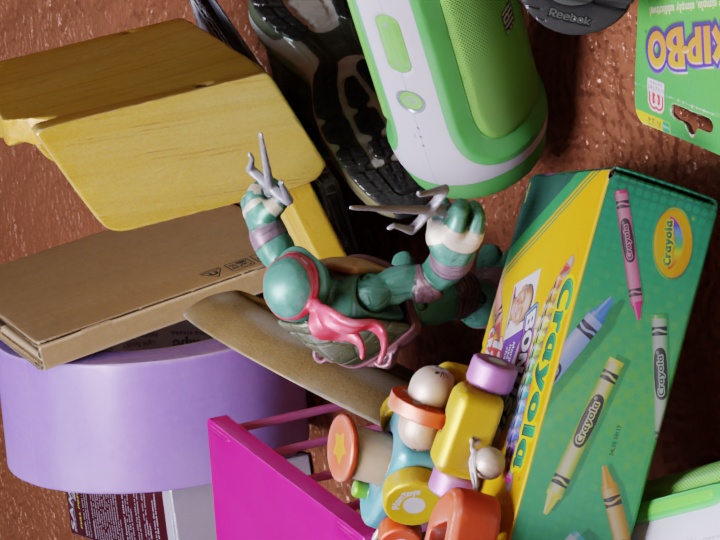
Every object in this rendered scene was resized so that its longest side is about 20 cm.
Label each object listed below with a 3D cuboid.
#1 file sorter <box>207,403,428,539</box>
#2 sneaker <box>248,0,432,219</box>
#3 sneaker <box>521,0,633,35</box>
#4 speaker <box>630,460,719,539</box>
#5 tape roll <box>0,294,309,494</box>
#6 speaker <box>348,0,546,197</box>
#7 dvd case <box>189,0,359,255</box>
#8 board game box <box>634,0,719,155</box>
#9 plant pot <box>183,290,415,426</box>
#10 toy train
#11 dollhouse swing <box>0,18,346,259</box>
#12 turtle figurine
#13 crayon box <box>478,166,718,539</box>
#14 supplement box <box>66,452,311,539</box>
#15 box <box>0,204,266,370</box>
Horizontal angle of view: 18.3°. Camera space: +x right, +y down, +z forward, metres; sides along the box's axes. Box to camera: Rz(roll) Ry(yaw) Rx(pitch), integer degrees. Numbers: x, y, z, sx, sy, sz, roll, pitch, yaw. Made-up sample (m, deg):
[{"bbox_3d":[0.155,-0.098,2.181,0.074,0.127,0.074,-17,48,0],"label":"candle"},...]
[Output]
[{"bbox_3d":[0.012,0.167,1.291,0.200,0.125,0.140,28,126,58],"label":"file sorter"},{"bbox_3d":[-0.005,-0.091,1.311,0.089,0.077,0.200,90,159,-47],"label":"sneaker"},{"bbox_3d":[0.097,-0.211,1.044,0.091,0.076,0.201,-42,-45,-80],"label":"sneaker"},{"bbox_3d":[0.172,0.125,1.014,0.200,0.088,0.089,-28,74,61],"label":"speaker"},{"bbox_3d":[-0.135,0.076,1.460,0.200,0.199,0.085,19,116,59],"label":"tape roll"},{"bbox_3d":[0.037,-0.130,1.096,0.088,0.088,0.200,50,166,43],"label":"speaker"},{"bbox_3d":[-0.048,-0.069,1.374,0.200,0.016,0.149,57,170,39],"label":"dvd case"},{"bbox_3d":[0.160,-0.154,1.001,0.095,0.030,0.201,33,125,57],"label":"board game box"},{"bbox_3d":[-0.004,0.057,1.242,0.200,0.200,0.028,28,92,57],"label":"plant pot"},{"bbox_3d":[0.019,0.113,1.056,0.200,0.055,0.151,149,135,-71],"label":"toy train"},{"bbox_3d":[-0.108,-0.036,1.280,0.200,0.181,0.177,-141,38,-66],"label":"dollhouse swing"},{"bbox_3d":[0.000,0.000,1.120,0.149,0.200,0.101,16,90,30],"label":"turtle figurine"},{"bbox_3d":[0.097,0.056,1.054,0.119,0.058,0.201,-179,105,-76],"label":"crayon box"},{"bbox_3d":[-0.122,0.157,1.563,0.200,0.108,0.061,1,100,61],"label":"supplement box"},{"bbox_3d":[-0.147,0.003,1.458,0.163,0.199,0.021,26,131,58],"label":"box"}]
